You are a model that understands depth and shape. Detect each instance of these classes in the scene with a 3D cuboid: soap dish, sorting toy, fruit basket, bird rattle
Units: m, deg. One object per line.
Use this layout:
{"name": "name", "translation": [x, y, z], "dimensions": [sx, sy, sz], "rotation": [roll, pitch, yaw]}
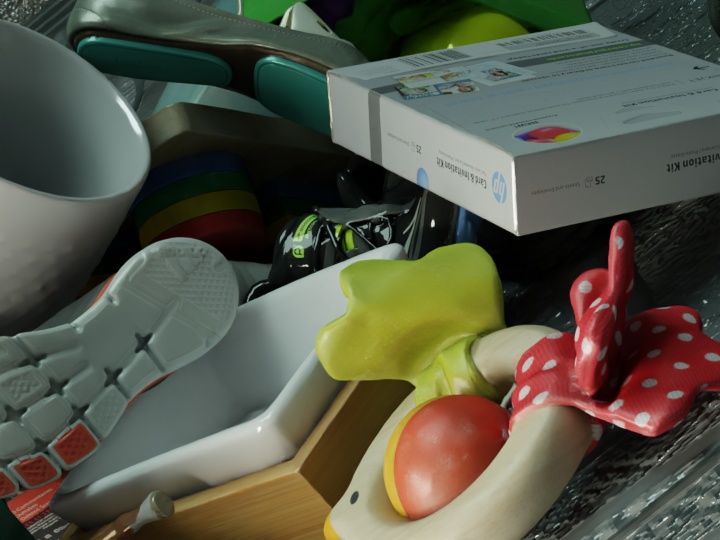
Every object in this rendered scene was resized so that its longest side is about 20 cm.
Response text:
{"name": "soap dish", "translation": [-0.045, 0.079, 1.323], "dimensions": [0.200, 0.081, 0.157], "rotation": [-22, 23, 46]}
{"name": "sorting toy", "translation": [-0.103, -0.011, 1.564], "dimensions": [0.200, 0.070, 0.199], "rotation": [-30, -21, 31]}
{"name": "fruit basket", "translation": [0.043, -0.115, 1.539], "dimensions": [0.155, 0.216, 0.216], "rotation": [-25, 21, 41]}
{"name": "bird rattle", "translation": [0.063, 0.068, 1.151], "dimensions": [0.200, 0.113, 0.163], "rotation": [10, 62, 53]}

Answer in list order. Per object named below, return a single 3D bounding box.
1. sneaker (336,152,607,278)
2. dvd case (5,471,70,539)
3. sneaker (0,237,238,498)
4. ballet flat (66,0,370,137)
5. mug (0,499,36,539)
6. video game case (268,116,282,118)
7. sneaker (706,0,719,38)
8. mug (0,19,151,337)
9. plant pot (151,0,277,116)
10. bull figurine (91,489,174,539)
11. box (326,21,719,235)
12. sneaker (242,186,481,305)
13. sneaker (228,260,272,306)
{"name": "sneaker", "translation": [0.061, -0.043, 1.401], "dimensions": [0.200, 0.091, 0.076], "rotation": [-20, 24, 44]}
{"name": "dvd case", "translation": [-0.206, 0.100, 1.464], "dimensions": [0.146, 0.200, 0.022], "rotation": [-33, 54, 24]}
{"name": "sneaker", "translation": [-0.149, 0.058, 1.347], "dimensions": [0.200, 0.077, 0.082], "rotation": [-30, -1, -23]}
{"name": "ballet flat", "translation": [-0.057, -0.122, 1.460], "dimensions": [0.067, 0.199, 0.064], "rotation": [100, -175, -65]}
{"name": "mug", "translation": [-0.207, 0.177, 1.360], "dimensions": [0.185, 0.114, 0.152], "rotation": [-48, 17, -31]}
{"name": "video game case", "translation": [-0.068, -0.056, 1.631], "dimensions": [0.200, 0.019, 0.143], "rotation": [-7, -19, -44]}
{"name": "sneaker", "translation": [0.262, -0.170, 1.328], "dimensions": [0.199, 0.076, 0.114], "rotation": [-41, 17, 7]}
{"name": "mug", "translation": [-0.234, -0.026, 1.420], "dimensions": [0.176, 0.199, 0.148], "rotation": [-57, 39, 31]}
{"name": "plant pot", "translation": [-0.036, -0.129, 1.790], "dimensions": [0.200, 0.141, 0.141], "rotation": [-47, 16, 0]}
{"name": "bull figurine", "translation": [-0.133, 0.187, 1.221], "dimensions": [0.121, 0.065, 0.200], "rotation": [-35, 24, 29]}
{"name": "box", "translation": [0.095, -0.071, 1.286], "dimensions": [0.155, 0.041, 0.200], "rotation": [-12, 18, -23]}
{"name": "sneaker", "translation": [0.000, 0.000, 1.379], "dimensions": [0.200, 0.083, 0.071], "rotation": [-39, 28, 52]}
{"name": "sneaker", "translation": [-0.089, 0.057, 1.539], "dimensions": [0.099, 0.075, 0.200], "rotation": [-6, -22, -38]}
